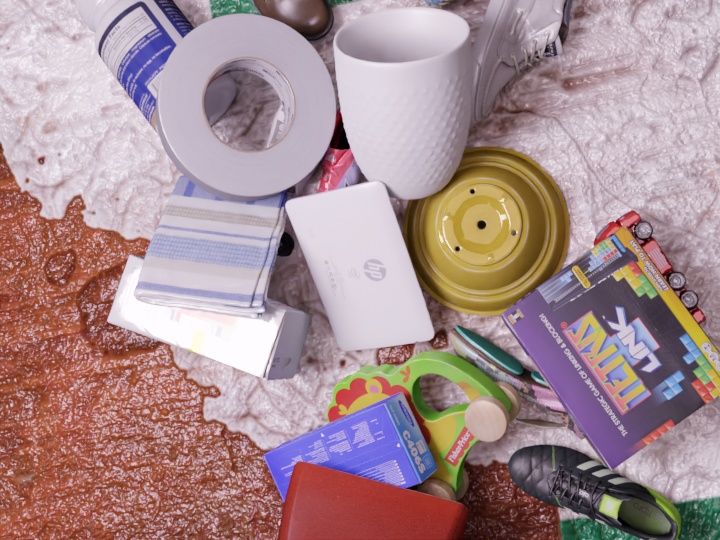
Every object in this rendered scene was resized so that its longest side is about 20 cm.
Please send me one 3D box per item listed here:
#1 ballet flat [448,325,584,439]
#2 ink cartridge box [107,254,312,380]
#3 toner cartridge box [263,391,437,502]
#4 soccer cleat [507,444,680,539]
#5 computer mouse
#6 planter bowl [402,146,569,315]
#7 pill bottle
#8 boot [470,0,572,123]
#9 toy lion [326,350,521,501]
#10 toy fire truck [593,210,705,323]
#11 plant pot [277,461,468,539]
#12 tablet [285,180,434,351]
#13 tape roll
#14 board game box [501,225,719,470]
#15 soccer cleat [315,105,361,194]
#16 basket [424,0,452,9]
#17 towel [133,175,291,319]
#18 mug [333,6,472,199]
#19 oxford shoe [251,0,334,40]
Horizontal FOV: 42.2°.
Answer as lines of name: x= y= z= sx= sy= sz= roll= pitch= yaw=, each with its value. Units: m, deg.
ballet flat: x=0.181 y=0.136 z=1.069 sx=0.198 sy=0.069 sz=0.072 roll=26 pitch=104 yaw=8
ink cartridge box: x=-0.169 y=0.055 z=1.095 sx=0.198 sy=0.145 sz=0.084 roll=19 pitch=89 yaw=11
toner cartridge box: x=-0.015 y=0.219 z=1.066 sx=0.199 sy=0.043 sz=0.096 roll=-28 pitch=87 yaw=35
soccer cleat: x=0.260 y=0.247 z=1.037 sx=0.198 sy=0.081 sz=0.068 roll=19 pitch=91 yaw=11
computer mouse: x=-0.090 y=-0.127 z=1.141 sx=0.109 sy=0.044 sz=0.202 roll=30 pitch=96 yaw=8
planter bowl: x=0.141 y=-0.049 z=1.073 sx=0.197 sy=0.083 sz=0.203 roll=0 pitch=88 yaw=10
pill bottle: x=-0.251 y=-0.267 z=1.139 sx=0.115 sy=0.116 sz=0.201 roll=-38 pitch=81 yaw=7
boot: x=0.186 y=-0.259 z=1.077 sx=0.095 sy=0.073 sz=0.202 roll=18 pitch=90 yaw=18
toy lion: x=0.057 y=0.173 z=1.067 sx=0.191 sy=0.069 sz=0.201 roll=35 pitch=117 yaw=13
toy fire truck: x=0.306 y=0.050 z=1.054 sx=0.140 sy=0.049 sz=0.201 roll=-33 pitch=82 yaw=7
plant pot: x=-0.009 y=0.357 z=0.993 sx=0.197 sy=0.177 sz=0.202 roll=13 pitch=125 yaw=11
tablet: x=0.000 y=0.000 z=1.073 sx=0.129 sy=0.014 sz=0.202 roll=-9 pitch=114 yaw=27
tape roll: x=-0.130 y=-0.181 z=1.054 sx=0.197 sy=0.066 sz=0.203 roll=0 pitch=88 yaw=-14
board game box: x=0.273 y=0.082 z=1.001 sx=0.165 sy=0.057 sz=0.201 roll=-36 pitch=81 yaw=2
soccer cleat: x=-0.029 y=-0.106 z=1.105 sx=0.066 sy=0.076 sz=0.202 roll=17 pitch=88 yaw=27
basket: x=0.064 y=-0.406 z=1.062 sx=0.200 sy=0.176 sz=0.139 roll=43 pitch=96 yaw=-9
towel: x=-0.161 y=-0.031 z=1.052 sx=0.145 sy=0.024 sz=0.202 roll=7 pitch=47 yaw=2
mug: x=0.054 y=-0.191 z=1.043 sx=0.145 sy=0.201 sz=0.177 roll=1 pitch=127 yaw=10
oxford shoe: x=-0.115 y=-0.356 z=1.135 sx=0.200 sy=0.084 sz=0.073 roll=42 pitch=93 yaw=8
